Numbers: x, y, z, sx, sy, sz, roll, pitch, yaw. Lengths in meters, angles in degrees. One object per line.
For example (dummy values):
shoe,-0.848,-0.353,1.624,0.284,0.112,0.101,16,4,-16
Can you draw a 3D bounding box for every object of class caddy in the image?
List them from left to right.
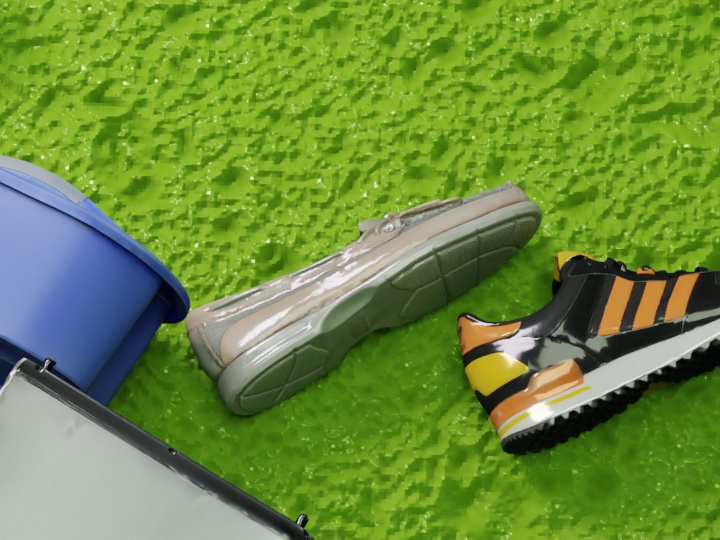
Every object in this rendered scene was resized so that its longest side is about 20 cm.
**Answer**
caddy,-0.185,-0.007,1.394,0.199,0.141,0.105,26,74,6

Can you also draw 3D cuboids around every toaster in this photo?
toaster,-0.107,0.155,1.315,0.200,0.181,0.119,31,72,9

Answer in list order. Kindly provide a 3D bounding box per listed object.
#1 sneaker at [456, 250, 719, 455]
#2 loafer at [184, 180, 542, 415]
sneaker,0.146,0.018,1.444,0.200,0.070,0.090,-26,75,-11
loafer,0.000,0.000,1.445,0.200,0.072,0.063,-31,66,-12
